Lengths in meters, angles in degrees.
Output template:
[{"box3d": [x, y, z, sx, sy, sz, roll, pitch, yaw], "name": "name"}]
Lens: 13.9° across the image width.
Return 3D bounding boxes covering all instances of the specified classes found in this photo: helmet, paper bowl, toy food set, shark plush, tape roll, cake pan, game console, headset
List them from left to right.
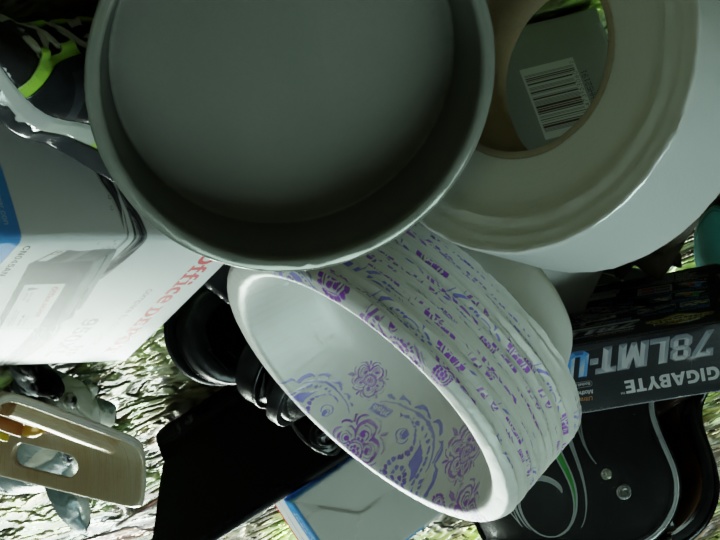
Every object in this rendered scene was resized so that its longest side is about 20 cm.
[{"box3d": [-0.232, 0.099, 1.731, 0.143, 0.061, 0.200, 12, 172, 27], "name": "toy food set"}, {"box3d": [-0.210, 0.101, 1.852, 0.083, 0.091, 0.200, 9, 163, 5], "name": "shark plush"}, {"box3d": [-0.052, 0.037, 1.747, 0.094, 0.123, 0.200, -48, 134, -17], "name": "headset"}, {"box3d": [-0.035, -0.099, 1.429, 0.200, 0.201, 0.037, -19, -159, -4], "name": "cake pan"}, {"box3d": [-0.033, 0.115, 1.966, 0.200, 0.117, 0.176, -33, 155, 28], "name": "game console"}, {"box3d": [0.033, 0.032, 1.596, 0.104, 0.200, 0.201, -48, 165, -19], "name": "paper bowl"}, {"box3d": [0.097, -0.102, 1.478, 0.202, 0.203, 0.071, -33, 155, 27], "name": "tape roll"}, {"box3d": [0.161, 0.093, 1.996, 0.199, 0.192, 0.200, 0, 175, 0], "name": "helmet"}]

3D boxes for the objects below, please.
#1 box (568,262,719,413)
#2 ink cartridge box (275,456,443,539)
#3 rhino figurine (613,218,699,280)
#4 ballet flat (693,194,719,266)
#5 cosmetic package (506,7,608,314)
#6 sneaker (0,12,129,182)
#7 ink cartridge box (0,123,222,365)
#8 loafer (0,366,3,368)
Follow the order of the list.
[{"box3d": [0.129, 0.049, 1.807, 0.199, 0.050, 0.199, -11, -171, 7], "name": "box"}, {"box3d": [0.005, 0.141, 1.959, 0.116, 0.067, 0.200, -36, -176, -8], "name": "ink cartridge box"}, {"box3d": [0.174, -0.040, 1.830, 0.060, 0.088, 0.200, -16, 167, -1], "name": "rhino figurine"}, {"box3d": [0.268, -0.041, 1.948, 0.063, 0.069, 0.200, -30, 162, -16], "name": "ballet flat"}, {"box3d": [0.097, -0.052, 1.717, 0.090, 0.107, 0.200, -15, 159, -12], "name": "cosmetic package"}, {"box3d": [-0.143, -0.107, 1.462, 0.083, 0.072, 0.200, -52, 152, 5], "name": "sneaker"}, {"box3d": [-0.181, -0.016, 1.579, 0.199, 0.084, 0.145, -1, 151, -41], "name": "ink cartridge box"}, {"box3d": [-0.281, 0.029, 1.623, 0.199, 0.063, 0.072, -5, 153, -35], "name": "loafer"}]
